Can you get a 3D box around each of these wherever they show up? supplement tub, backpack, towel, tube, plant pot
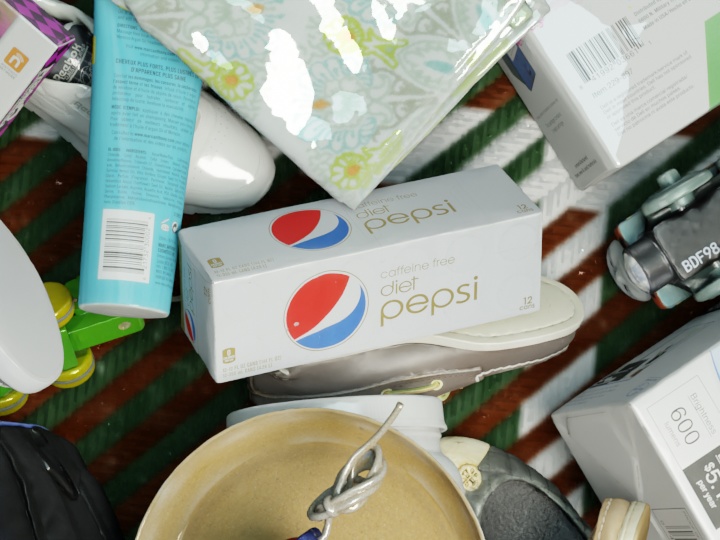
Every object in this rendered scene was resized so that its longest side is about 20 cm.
[{"bbox_3d":[-0.008,0.176,1.425,0.140,0.140,0.201,-3,82,-8],"label":"supplement tub"},{"bbox_3d":[-0.200,0.191,1.377,0.146,0.183,0.201,-20,76,10],"label":"backpack"},{"bbox_3d":[-0.019,-0.156,1.400,0.200,0.048,0.171,42,101,-8],"label":"towel"},{"bbox_3d":[-0.122,-0.075,1.430,0.077,0.050,0.201,11,81,-31],"label":"tube"},{"bbox_3d":[-0.025,0.173,1.343,0.199,0.027,0.201,-2,82,13],"label":"plant pot"}]

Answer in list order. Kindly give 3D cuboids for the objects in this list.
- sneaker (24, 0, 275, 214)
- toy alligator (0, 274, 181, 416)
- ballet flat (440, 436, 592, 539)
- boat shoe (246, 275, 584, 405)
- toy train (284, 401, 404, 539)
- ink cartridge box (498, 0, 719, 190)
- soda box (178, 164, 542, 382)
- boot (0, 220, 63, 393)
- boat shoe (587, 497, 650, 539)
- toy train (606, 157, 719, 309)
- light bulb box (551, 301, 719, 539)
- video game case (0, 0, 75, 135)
[{"bbox_3d":[-0.139,-0.097,1.481,0.199,0.081,0.077,29,77,-4],"label":"sneaker"},{"bbox_3d":[-0.170,0.027,1.472,0.199,0.059,0.054,-23,45,-11],"label":"toy alligator"},{"bbox_3d":[0.115,0.167,1.486,0.200,0.057,0.066,43,78,0],"label":"ballet flat"},{"bbox_3d":[0.031,0.044,1.492,0.199,0.060,0.072,-6,38,-12],"label":"boat shoe"},{"bbox_3d":[-0.004,0.179,1.286,0.116,0.085,0.200,41,94,5],"label":"toy train"},{"bbox_3d":[0.144,-0.172,1.528,0.145,0.088,0.200,-33,89,-12],"label":"ink cartridge box"},{"bbox_3d":[0.000,0.000,1.438,0.199,0.064,0.068,-12,123,-19],"label":"soda box"},{"bbox_3d":[-0.250,-0.003,1.417,0.095,0.074,0.200,-35,85,26],"label":"boot"},{"bbox_3d":[0.102,0.205,1.433,0.069,0.074,0.201,25,116,8],"label":"boat shoe"},{"bbox_3d":[0.234,-0.044,1.507,0.200,0.114,0.085,-33,89,-10],"label":"toy train"},{"bbox_3d":[0.253,0.110,1.460,0.200,0.125,0.199,-32,94,-18],"label":"light bulb box"},{"bbox_3d":[-0.290,-0.126,1.443,0.200,0.036,0.181,41,110,-1],"label":"video game case"}]
